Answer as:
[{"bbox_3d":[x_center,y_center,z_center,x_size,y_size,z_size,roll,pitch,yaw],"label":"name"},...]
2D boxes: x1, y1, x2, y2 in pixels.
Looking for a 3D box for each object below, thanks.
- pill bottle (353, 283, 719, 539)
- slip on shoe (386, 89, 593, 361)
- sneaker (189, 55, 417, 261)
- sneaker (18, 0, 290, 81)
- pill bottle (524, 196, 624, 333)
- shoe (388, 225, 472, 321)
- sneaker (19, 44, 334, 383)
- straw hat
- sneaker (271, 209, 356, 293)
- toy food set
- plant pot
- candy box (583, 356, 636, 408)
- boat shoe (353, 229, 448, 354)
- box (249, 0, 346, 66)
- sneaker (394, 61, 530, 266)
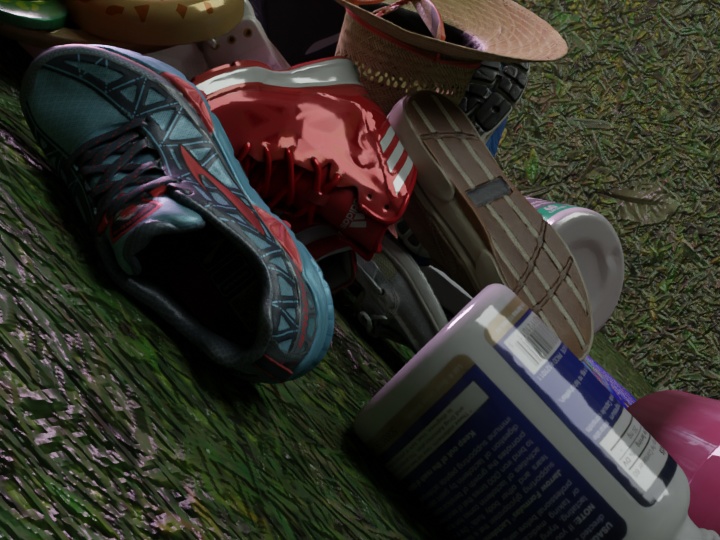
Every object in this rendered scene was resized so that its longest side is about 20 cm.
[{"bbox_3d":[0.101,0.115,0.789,0.200,0.116,0.116,47,9,4],"label":"pill bottle"},{"bbox_3d":[0.071,-0.017,0.926,0.076,0.061,0.201,-21,71,-44],"label":"slip on shoe"},{"bbox_3d":[-0.038,-0.056,0.845,0.199,0.078,0.116,-25,68,-43],"label":"sneaker"},{"bbox_3d":[-0.126,-0.147,0.915,0.200,0.116,0.074,36,14,-38],"label":"sneaker"},{"bbox_3d":[0.117,-0.010,1.268,0.113,0.114,0.199,39,-15,-36],"label":"pill bottle"},{"bbox_3d":[0.076,0.034,1.190,0.200,0.072,0.091,38,14,-24],"label":"shoe"},{"bbox_3d":[-0.089,-0.033,0.688,0.200,0.079,0.095,47,11,7],"label":"sneaker"},{"bbox_3d":[0.030,-0.144,0.994,0.200,0.086,0.201,17,23,-8],"label":"straw hat"},{"bbox_3d":[-0.020,-0.043,0.963,0.113,0.071,0.200,48,36,10],"label":"sneaker"},{"bbox_3d":[-0.162,-0.188,0.853,0.196,0.049,0.201,9,41,-9],"label":"toy food set"},{"bbox_3d":[0.283,0.185,1.157,0.200,0.201,0.179,39,-5,-36],"label":"plant pot"},{"bbox_3d":[0.197,0.127,1.321,0.200,0.077,0.169,40,9,-29],"label":"candy box"},{"bbox_3d":[-0.001,-0.001,1.054,0.202,0.065,0.074,53,-3,12],"label":"boat shoe"},{"bbox_3d":[-0.010,-0.163,1.139,0.104,0.147,0.201,-121,-155,-59],"label":"box"},{"bbox_3d":[0.065,-0.094,1.084,0.078,0.201,0.089,21,-19,0],"label":"sneaker"}]
